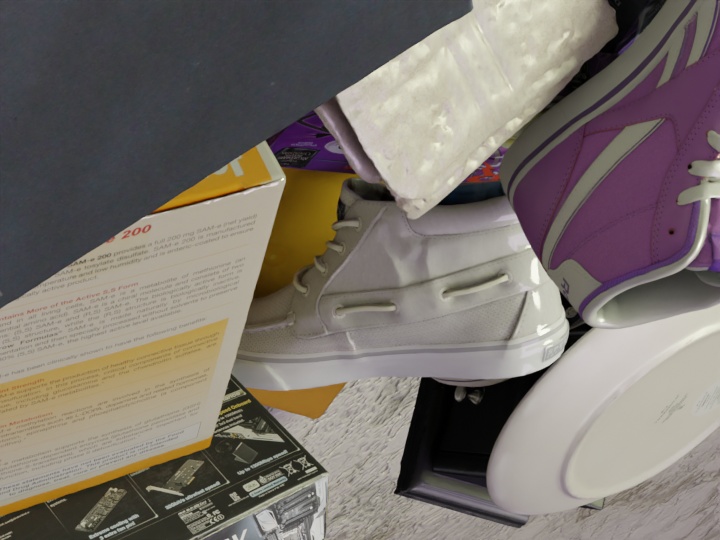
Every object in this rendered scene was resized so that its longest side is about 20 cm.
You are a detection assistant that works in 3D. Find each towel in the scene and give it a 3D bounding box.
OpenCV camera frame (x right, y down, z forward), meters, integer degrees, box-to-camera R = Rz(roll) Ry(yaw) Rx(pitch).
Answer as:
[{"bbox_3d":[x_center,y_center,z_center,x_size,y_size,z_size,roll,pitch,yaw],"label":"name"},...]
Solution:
[{"bbox_3d":[0.020,-0.126,0.655,0.132,0.034,0.201,-42,131,-15],"label":"towel"}]

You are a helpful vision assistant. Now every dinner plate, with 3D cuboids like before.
[{"bbox_3d":[0.153,0.066,0.890,0.199,0.024,0.201,-27,150,-17],"label":"dinner plate"}]

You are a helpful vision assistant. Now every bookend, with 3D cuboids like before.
[{"bbox_3d":[0.121,0.048,0.997,0.091,0.202,0.198,18,171,-22],"label":"bookend"}]

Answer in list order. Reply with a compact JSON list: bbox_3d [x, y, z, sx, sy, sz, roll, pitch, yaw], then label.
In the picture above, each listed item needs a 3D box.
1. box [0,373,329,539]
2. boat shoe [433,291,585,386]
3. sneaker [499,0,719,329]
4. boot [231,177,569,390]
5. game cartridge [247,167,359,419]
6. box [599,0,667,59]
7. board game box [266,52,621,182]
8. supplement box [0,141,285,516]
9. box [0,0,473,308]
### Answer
[{"bbox_3d":[-0.139,0.101,0.790,0.199,0.158,0.050,-23,136,-31],"label":"box"},{"bbox_3d":[0.068,0.009,0.917,0.092,0.075,0.200,7,155,-35],"label":"boat shoe"},{"bbox_3d":[0.153,-0.055,0.692,0.072,0.115,0.201,22,123,-39],"label":"sneaker"},{"bbox_3d":[0.000,0.000,0.836,0.198,0.096,0.074,-5,-160,22],"label":"boot"},{"bbox_3d":[-0.046,-0.017,0.886,0.175,0.033,0.200,19,124,-29],"label":"game cartridge"},{"bbox_3d":[0.131,-0.179,0.771,0.148,0.104,0.200,-40,173,-16],"label":"box"},{"bbox_3d":[0.061,-0.069,0.790,0.198,0.033,0.120,4,167,-21],"label":"board game box"},{"bbox_3d":[-0.115,0.011,0.695,0.125,0.074,0.201,-16,150,-25],"label":"supplement box"},{"bbox_3d":[-0.105,-0.115,0.485,0.198,0.200,0.124,-33,146,-11],"label":"box"}]
